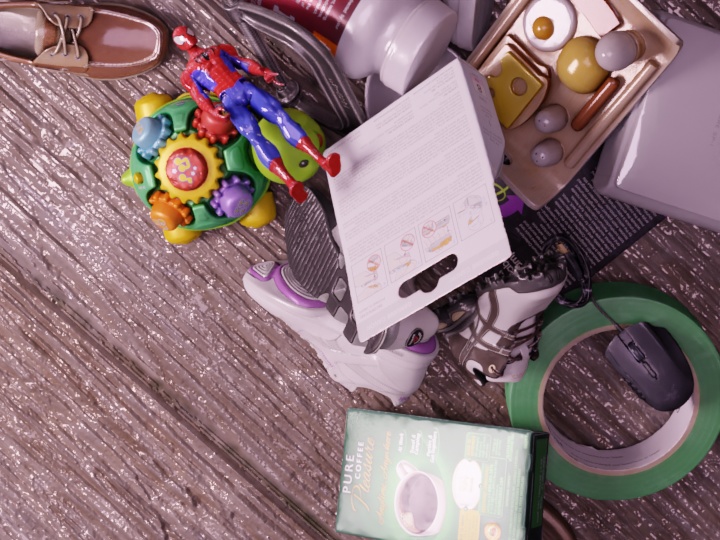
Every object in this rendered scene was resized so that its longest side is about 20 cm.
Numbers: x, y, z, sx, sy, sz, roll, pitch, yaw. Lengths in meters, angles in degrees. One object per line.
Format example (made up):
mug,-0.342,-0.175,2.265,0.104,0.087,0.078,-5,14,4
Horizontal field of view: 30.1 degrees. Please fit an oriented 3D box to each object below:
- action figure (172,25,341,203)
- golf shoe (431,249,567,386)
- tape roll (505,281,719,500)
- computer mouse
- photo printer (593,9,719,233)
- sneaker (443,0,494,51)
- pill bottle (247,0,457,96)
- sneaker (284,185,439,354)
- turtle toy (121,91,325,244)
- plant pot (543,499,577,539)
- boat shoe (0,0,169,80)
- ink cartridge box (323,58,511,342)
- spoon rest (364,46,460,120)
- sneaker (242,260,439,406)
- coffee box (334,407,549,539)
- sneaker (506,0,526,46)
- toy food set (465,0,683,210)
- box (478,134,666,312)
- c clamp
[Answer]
action figure,-0.100,-0.147,1.165,0.065,0.052,0.200,-41,67,-8
golf shoe,0.135,0.045,1.164,0.077,0.200,0.095,-21,83,-21
tape roll,0.235,0.112,1.241,0.199,0.048,0.201,0,108,0
computer mouse,0.226,0.049,1.179,0.059,0.034,0.200,-40,102,13
photo printer,0.320,-0.118,1.172,0.199,0.069,0.167,17,93,-12
sneaker,0.065,-0.300,1.198,0.115,0.074,0.201,6,102,17
pill bottle,-0.020,-0.241,1.173,0.200,0.113,0.113,34,102,11
sneaker,0.000,0.000,1.222,0.200,0.088,0.074,56,131,34
turtle toy,-0.128,-0.103,1.232,0.199,0.101,0.146,-12,99,9
plant pot,0.118,0.309,1.283,0.200,0.093,0.202,1,100,5
boat shoe,-0.279,-0.215,1.245,0.199,0.072,0.076,3,101,6
ink cartridge box,0.053,-0.054,1.124,0.162,0.057,0.201,-32,58,30
spoon rest,0.045,-0.112,1.232,0.099,0.061,0.201,10,102,5
sneaker,-0.029,0.062,1.264,0.199,0.075,0.100,28,126,12
coffee box,0.073,0.196,1.241,0.199,0.044,0.124,2,85,32
sneaker,0.179,-0.277,1.186,0.087,0.076,0.201,4,110,0
toy food set,0.158,-0.169,1.131,0.144,0.060,0.200,46,124,12
box,0.181,-0.062,1.230,0.200,0.036,0.143,-40,102,10
c clamp,-0.069,-0.189,1.186,0.170,0.200,0.027,25,71,36
